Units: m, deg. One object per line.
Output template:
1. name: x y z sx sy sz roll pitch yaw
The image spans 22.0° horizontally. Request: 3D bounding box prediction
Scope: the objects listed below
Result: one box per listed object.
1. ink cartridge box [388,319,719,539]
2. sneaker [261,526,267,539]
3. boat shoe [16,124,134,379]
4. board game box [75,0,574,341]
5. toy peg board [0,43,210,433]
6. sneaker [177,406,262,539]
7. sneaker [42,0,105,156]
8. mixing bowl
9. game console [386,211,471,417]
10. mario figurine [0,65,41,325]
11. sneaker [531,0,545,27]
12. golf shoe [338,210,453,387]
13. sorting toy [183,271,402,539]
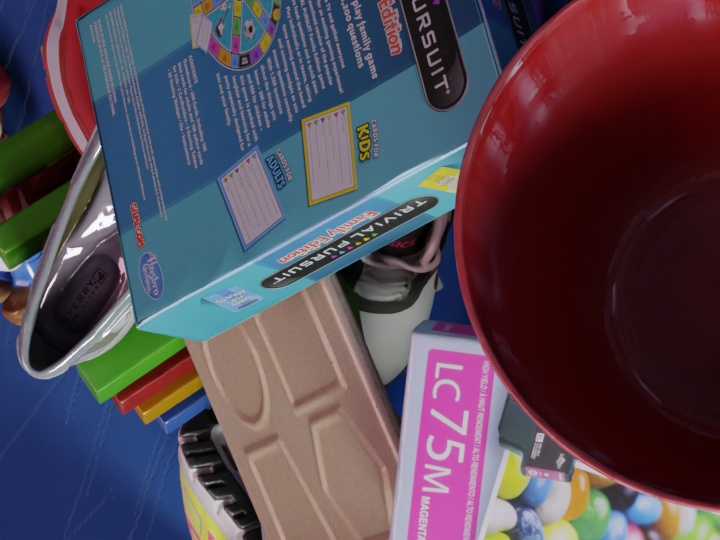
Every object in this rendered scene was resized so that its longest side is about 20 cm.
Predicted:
1. ink cartridge box: 0.112 0.092 0.739 0.198 0.042 0.121 7 96 6
2. sneaker: 0.005 0.163 1.010 0.199 0.074 0.101 6 93 63
3. boat shoe: -0.109 -0.036 0.916 0.074 0.065 0.203 33 106 -4
4. board game box: -0.022 -0.080 0.771 0.199 0.047 0.152 -27 66 30
5. toy peg board: -0.147 0.005 1.070 0.201 0.097 0.199 54 166 16
6. sneaker: -0.056 0.183 1.144 0.201 0.077 0.091 64 153 28
7. sneaker: -0.113 -0.148 0.957 0.115 0.078 0.202 -37 63 53
8. mixing bowl: 0.137 -0.002 0.666 0.200 0.200 0.108 49 176 21
9. game console: 0.000 0.000 0.989 0.170 0.118 0.202 -26 91 26
10. mario figurine: -0.277 -0.055 1.254 0.122 0.106 0.202 -6 120 19
11. sneaker: 0.092 -0.026 0.796 0.087 0.080 0.203 -8 87 12
12. golf shoe: 0.005 -0.016 0.848 0.088 0.076 0.202 -96 10 -56
13. sorting toy: -0.023 0.068 0.875 0.185 0.036 0.202 -32 76 63
